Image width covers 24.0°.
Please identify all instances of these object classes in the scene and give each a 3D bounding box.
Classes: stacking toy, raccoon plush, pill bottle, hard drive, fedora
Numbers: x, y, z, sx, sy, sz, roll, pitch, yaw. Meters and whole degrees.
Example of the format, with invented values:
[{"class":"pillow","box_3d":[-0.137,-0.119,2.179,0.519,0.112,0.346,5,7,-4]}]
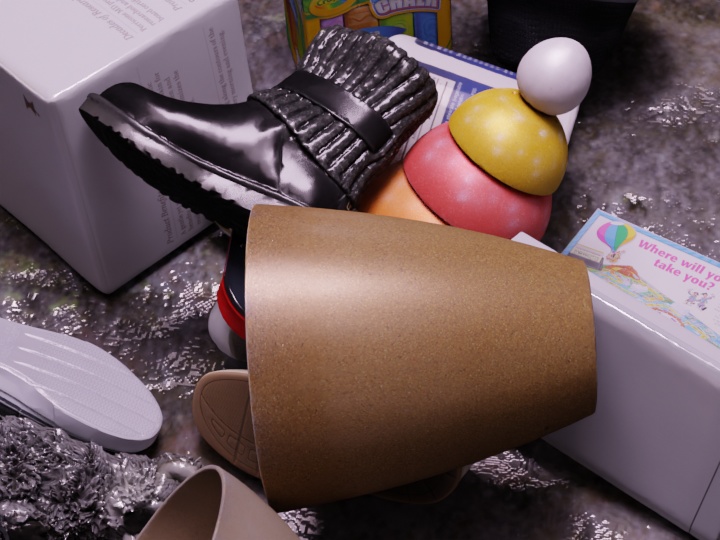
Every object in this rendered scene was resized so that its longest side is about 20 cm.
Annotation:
[{"class":"stacking toy","box_3d":[0.095,-0.071,1.149,0.146,0.200,0.146,28,29,-17]},{"class":"raccoon plush","box_3d":[-0.188,0.110,1.103,0.133,0.097,0.201,-23,82,-20]},{"class":"pill bottle","box_3d":[0.055,-0.111,1.275,0.199,0.111,0.111,20,51,3]},{"class":"hard drive","box_3d":[0.166,0.077,1.092,0.199,0.132,0.027,32,43,21]},{"class":"fedora","box_3d":[0.159,-0.207,1.368,0.199,0.092,0.201,8,15,-2]}]

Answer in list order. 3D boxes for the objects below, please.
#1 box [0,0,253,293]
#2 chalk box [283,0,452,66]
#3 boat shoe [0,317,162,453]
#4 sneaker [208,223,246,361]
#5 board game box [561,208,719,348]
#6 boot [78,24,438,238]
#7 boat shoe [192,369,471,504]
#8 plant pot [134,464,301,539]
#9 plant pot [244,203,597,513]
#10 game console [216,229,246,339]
[{"class":"box","box_3d":[-0.202,-0.137,1.290,0.171,0.200,0.200,-36,53,-25]},{"class":"chalk box","box_3d":[0.001,-0.237,1.361,0.123,0.201,0.125,-12,47,-5]},{"class":"boat shoe","box_3d":[-0.235,0.083,1.184,0.199,0.071,0.072,25,38,0]},{"class":"sneaker","box_3d":[-0.079,-0.014,1.260,0.115,0.074,0.200,20,43,24]},{"class":"board game box","box_3d":[0.220,0.046,1.198,0.199,0.034,0.135,26,55,26]},{"class":"boot","box_3d":[-0.068,-0.110,1.153,0.210,0.079,0.158,28,73,8]},{"class":"boat shoe","box_3d":[-0.018,0.108,1.149,0.199,0.073,0.065,10,13,20]},{"class":"plant pot","box_3d":[-0.077,0.233,0.972,0.134,0.200,0.201,32,49,-14]},{"class":"plant pot","box_3d":[0.040,0.046,1.026,0.198,0.187,0.187,-4,47,2]},{"class":"game console","box_3d":[0.000,0.000,1.200,0.199,0.031,0.178,22,50,-16]}]
